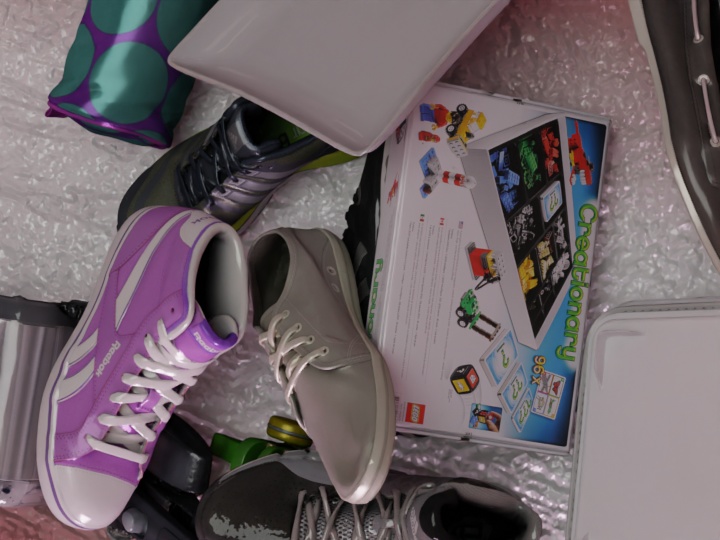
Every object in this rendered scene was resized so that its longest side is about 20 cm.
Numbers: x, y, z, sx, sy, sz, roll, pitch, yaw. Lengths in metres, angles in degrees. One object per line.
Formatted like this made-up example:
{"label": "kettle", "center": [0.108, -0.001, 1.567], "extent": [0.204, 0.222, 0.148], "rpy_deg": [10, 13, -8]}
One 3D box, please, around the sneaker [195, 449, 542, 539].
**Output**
{"label": "sneaker", "center": [0.009, 0.137, 1.225], "extent": [0.198, 0.115, 0.076], "rpy_deg": [1, 82, -9]}

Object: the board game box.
{"label": "board game box", "center": [0.072, -0.001, 1.257], "extent": [0.125, 0.035, 0.202], "rpy_deg": [10, 83, -17]}

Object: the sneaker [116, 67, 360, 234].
{"label": "sneaker", "center": [-0.074, -0.075, 1.336], "extent": [0.199, 0.081, 0.074], "rpy_deg": [-33, 75, 15]}

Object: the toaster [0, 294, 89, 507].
{"label": "toaster", "center": [-0.241, 0.074, 1.371], "extent": [0.199, 0.113, 0.130], "rpy_deg": [9, 92, 25]}

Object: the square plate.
{"label": "square plate", "center": [0.009, -0.160, 1.276], "extent": [0.200, 0.028, 0.198], "rpy_deg": [-48, 43, -13]}

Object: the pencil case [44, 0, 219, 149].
{"label": "pencil case", "center": [-0.133, -0.181, 1.366], "extent": [0.092, 0.085, 0.201], "rpy_deg": [19, 93, 27]}

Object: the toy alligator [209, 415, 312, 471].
{"label": "toy alligator", "center": [-0.011, 0.135, 1.309], "extent": [0.199, 0.054, 0.060], "rpy_deg": [19, 92, 21]}

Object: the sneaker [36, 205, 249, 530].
{"label": "sneaker", "center": [-0.124, 0.060, 1.268], "extent": [0.114, 0.072, 0.202], "rpy_deg": [11, 85, 55]}

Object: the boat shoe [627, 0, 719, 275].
{"label": "boat shoe", "center": [0.204, -0.091, 1.242], "extent": [0.057, 0.067, 0.201], "rpy_deg": [-21, 75, 22]}

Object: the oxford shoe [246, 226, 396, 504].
{"label": "oxford shoe", "center": [-0.026, 0.050, 1.227], "extent": [0.075, 0.057, 0.201], "rpy_deg": [-55, 36, 34]}

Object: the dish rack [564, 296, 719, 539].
{"label": "dish rack", "center": [0.186, 0.107, 1.208], "extent": [0.171, 0.043, 0.202], "rpy_deg": [-3, 74, 35]}

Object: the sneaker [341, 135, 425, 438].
{"label": "sneaker", "center": [0.000, 0.000, 1.309], "extent": [0.087, 0.076, 0.202], "rpy_deg": [-2, 82, 29]}

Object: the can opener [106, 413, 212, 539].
{"label": "can opener", "center": [-0.102, 0.161, 1.310], "extent": [0.200, 0.063, 0.079], "rpy_deg": [44, 131, 40]}
